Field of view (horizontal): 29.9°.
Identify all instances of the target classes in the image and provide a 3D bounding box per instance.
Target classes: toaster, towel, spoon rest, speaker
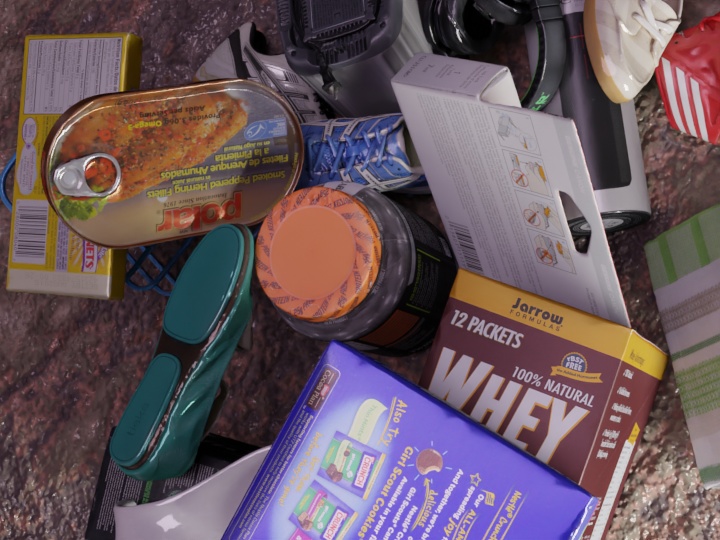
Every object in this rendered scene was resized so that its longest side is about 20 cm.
[{"bbox_3d":[0.002,-0.211,1.123,0.112,0.129,0.203,-15,65,19],"label":"toaster"},{"bbox_3d":[0.284,0.051,0.999,0.149,0.030,0.203,-34,63,58],"label":"towel"},{"bbox_3d":[-0.095,0.178,0.965,0.197,0.061,0.101,-9,80,20],"label":"spoon rest"},{"bbox_3d":[0.179,-0.134,1.081,0.080,0.081,0.203,-10,78,20],"label":"speaker"}]

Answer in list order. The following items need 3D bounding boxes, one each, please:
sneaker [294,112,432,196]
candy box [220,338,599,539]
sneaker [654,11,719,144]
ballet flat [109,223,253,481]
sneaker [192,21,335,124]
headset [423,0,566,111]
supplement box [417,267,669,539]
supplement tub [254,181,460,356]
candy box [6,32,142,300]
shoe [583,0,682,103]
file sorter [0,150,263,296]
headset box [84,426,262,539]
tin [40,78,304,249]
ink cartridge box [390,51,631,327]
[{"bbox_3d":[0.000,-0.098,1.096,0.197,0.077,0.077,-9,78,-17],"label":"sneaker"},{"bbox_3d":[0.031,0.169,0.878,0.199,0.077,0.171,30,90,19],"label":"candy box"},{"bbox_3d":[0.288,-0.199,1.050,0.114,0.078,0.203,15,87,21],"label":"sneaker"},{"bbox_3d":[-0.120,0.064,1.008,0.067,0.070,0.202,20,83,40],"label":"ballet flat"},{"bbox_3d":[-0.055,-0.145,1.178,0.199,0.076,0.088,38,90,18],"label":"sneaker"},{"bbox_3d":[0.089,-0.215,1.065,0.123,0.093,0.203,-26,79,53],"label":"headset"},{"bbox_3d":[0.123,0.126,1.000,0.131,0.197,0.203,20,89,22],"label":"supplement box"},{"bbox_3d":[0.000,0.000,1.066,0.121,0.200,0.125,-3,80,20],"label":"supplement tub"},{"bbox_3d":[-0.222,-0.082,1.047,0.101,0.026,0.203,4,89,23],"label":"candy box"},{"bbox_3d":[0.218,-0.220,1.050,0.053,0.070,0.202,-18,49,44],"label":"shoe"},{"bbox_3d":[-0.187,-0.061,1.151,0.139,0.200,0.123,44,101,21],"label":"file sorter"},{"bbox_3d":[-0.086,0.195,1.085,0.197,0.174,0.094,13,87,23],"label":"headset box"},{"bbox_3d":[-0.139,-0.081,1.004,0.197,0.042,0.114,-10,102,-23],"label":"tin"},{"bbox_3d":[0.122,-0.060,1.011,0.172,0.201,0.044,18,53,42],"label":"ink cartridge box"}]
